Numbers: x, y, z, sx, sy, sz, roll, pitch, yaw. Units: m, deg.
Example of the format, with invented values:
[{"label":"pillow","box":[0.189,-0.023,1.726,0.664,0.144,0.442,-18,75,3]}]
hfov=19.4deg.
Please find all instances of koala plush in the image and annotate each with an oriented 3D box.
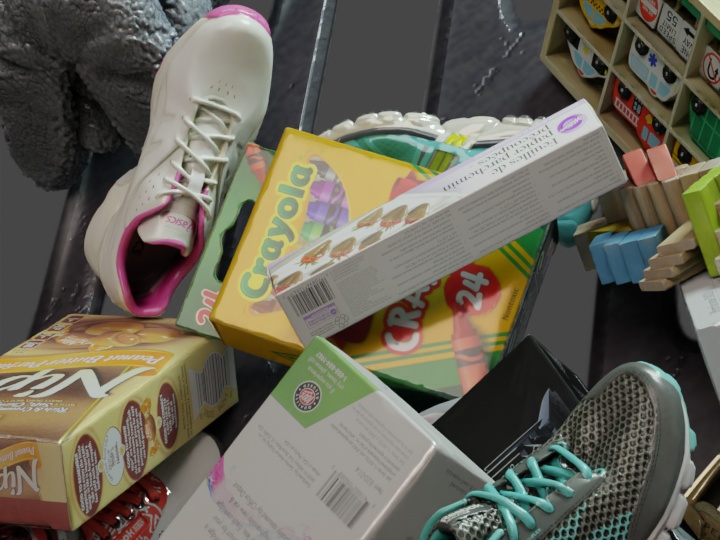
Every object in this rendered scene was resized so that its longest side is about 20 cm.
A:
[{"label":"koala plush","box":[-0.140,-0.178,1.381,0.176,0.185,0.201,6,46,25]}]

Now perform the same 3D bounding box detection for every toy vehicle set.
[{"label":"toy vehicle set","box":[0.178,-0.121,1.228,0.026,0.125,0.200,-12,44,-26]}]

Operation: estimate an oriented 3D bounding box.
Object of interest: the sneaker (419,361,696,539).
[{"label":"sneaker","box":[0.074,0.121,0.937,0.077,0.091,0.201,28,82,46]}]

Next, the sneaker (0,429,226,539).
[{"label":"sneaker","box":[-0.153,0.152,1.173,0.067,0.108,0.202,24,67,34]}]

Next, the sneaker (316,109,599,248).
[{"label":"sneaker","box":[0.046,-0.048,1.262,0.198,0.078,0.080,0,65,22]}]

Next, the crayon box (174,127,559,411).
[{"label":"crayon box","box":[0.000,0.000,1.199,0.198,0.051,0.128,16,73,14]}]

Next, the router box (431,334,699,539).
[{"label":"router box","box":[0.081,0.152,1.017,0.157,0.052,0.200,-43,43,9]}]

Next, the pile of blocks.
[{"label":"pile of blocks","box":[0.164,-0.033,1.117,0.082,0.063,0.199,-27,10,-29]}]

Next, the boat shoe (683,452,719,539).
[{"label":"boat shoe","box":[0.203,0.118,1.078,0.201,0.063,0.073,-46,53,-9]}]

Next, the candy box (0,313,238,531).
[{"label":"candy box","box":[-0.164,0.081,1.193,0.114,0.056,0.200,2,17,24]}]

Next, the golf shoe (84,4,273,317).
[{"label":"golf shoe","box":[-0.101,-0.060,1.264,0.201,0.075,0.092,-64,22,20]}]

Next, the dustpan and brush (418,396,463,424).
[{"label":"dustpan and brush","box":[-0.001,0.104,1.138,0.198,0.058,0.140,-11,26,20]}]

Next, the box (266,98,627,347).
[{"label":"box","box":[0.045,-0.025,1.137,0.199,0.042,0.039,-28,28,3]}]

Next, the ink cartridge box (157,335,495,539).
[{"label":"ink cartridge box","box":[-0.035,0.149,1.032,0.200,0.067,0.117,-52,42,1]}]

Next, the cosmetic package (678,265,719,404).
[{"label":"cosmetic package","box":[0.241,0.003,1.084,0.149,0.052,0.200,-17,10,8]}]
